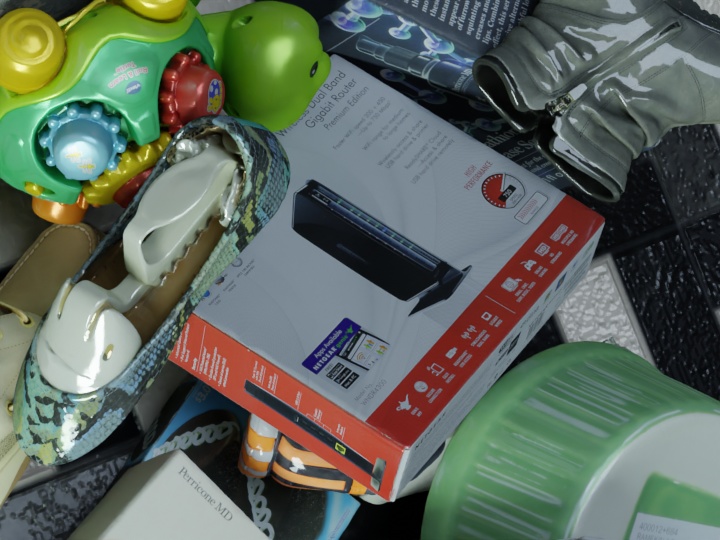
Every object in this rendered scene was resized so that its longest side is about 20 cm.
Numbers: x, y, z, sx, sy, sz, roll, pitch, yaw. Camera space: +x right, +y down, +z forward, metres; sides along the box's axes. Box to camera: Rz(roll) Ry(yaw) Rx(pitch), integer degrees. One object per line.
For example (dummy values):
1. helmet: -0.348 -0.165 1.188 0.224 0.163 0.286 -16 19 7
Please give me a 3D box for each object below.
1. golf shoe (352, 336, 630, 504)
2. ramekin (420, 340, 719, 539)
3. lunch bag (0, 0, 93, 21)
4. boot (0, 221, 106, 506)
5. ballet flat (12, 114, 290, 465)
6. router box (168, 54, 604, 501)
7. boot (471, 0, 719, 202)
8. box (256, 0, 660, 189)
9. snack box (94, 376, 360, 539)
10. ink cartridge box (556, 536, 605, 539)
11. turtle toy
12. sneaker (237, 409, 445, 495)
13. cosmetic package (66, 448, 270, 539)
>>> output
1. golf shoe: 0.083 0.109 1.625 0.200 0.078 0.097 -19 93 -30
2. ramekin: 0.138 0.146 1.583 0.200 0.098 0.200 -13 111 -37
3. lunch bag: -0.185 -0.177 1.466 0.164 0.200 0.118 -22 84 -29
4. boot: -0.208 0.025 1.449 0.200 0.073 0.155 -58 137 -22
5. ballet flat: -0.113 0.004 1.419 0.074 0.074 0.200 36 84 -17
6. router box: 0.000 0.000 1.512 0.179 0.049 0.200 32 52 14
7. boot: 0.159 -0.084 1.555 0.200 0.068 0.131 37 67 -8
8. box: 0.059 -0.135 1.628 0.200 0.148 0.107 25 66 -21
9. snack box: -0.098 0.167 1.527 0.116 0.037 0.200 40 62 -13
10. ink cartridge box: 0.041 0.246 1.491 0.047 0.200 0.198 15 67 -56
11. turtle toy: -0.111 -0.092 1.486 0.200 0.146 0.101 -28 81 -20
12. sneaker: 0.004 0.045 1.559 0.112 0.078 0.200 14 50 -3
13. cosmetic package: -0.129 0.197 1.439 0.104 0.073 0.200 45 63 -10
